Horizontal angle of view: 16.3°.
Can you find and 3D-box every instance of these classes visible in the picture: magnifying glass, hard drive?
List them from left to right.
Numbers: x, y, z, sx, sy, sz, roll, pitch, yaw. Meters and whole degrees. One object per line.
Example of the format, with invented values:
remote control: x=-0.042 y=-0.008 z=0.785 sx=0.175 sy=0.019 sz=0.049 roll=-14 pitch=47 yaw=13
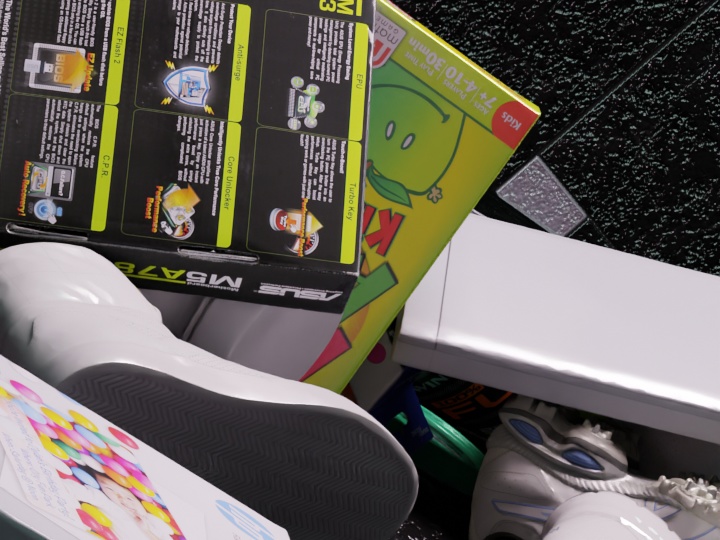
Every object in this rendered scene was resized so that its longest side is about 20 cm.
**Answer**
magnifying glass: x=0.007 y=0.080 z=1.363 sx=0.080 sy=0.022 sz=0.200 roll=42 pitch=8 yaw=38
hard drive: x=0.120 y=0.028 z=1.287 sx=0.200 sy=0.027 sz=0.132 roll=15 pitch=31 yaw=-2

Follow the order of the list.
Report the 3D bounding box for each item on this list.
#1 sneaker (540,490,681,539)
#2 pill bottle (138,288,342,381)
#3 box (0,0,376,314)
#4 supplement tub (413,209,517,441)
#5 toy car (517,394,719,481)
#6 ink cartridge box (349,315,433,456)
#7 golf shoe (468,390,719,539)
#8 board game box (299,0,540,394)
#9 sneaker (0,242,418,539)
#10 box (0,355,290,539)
sneaker: x=0.160 y=0.180 z=1.159 sx=0.200 sy=0.075 sz=0.087 roll=29 pitch=18 yaw=14
pill bottle: x=-0.105 y=-0.025 z=1.137 sx=0.200 sy=0.112 sz=0.112 roll=39 pitch=8 yaw=23
box: x=-0.091 y=-0.090 z=1.072 sx=0.193 sy=0.200 sz=0.048 roll=7 pitch=-25 yaw=-10
supplement tub: x=0.057 y=0.027 z=1.513 sx=0.200 sy=0.123 sz=0.123 roll=27 pitch=11 yaw=-47
toy car: x=0.176 y=0.086 z=1.391 sx=0.200 sy=0.150 sz=0.175 roll=40 pitch=-28 yaw=35
ink cartridge box: x=0.000 y=0.000 z=1.305 sx=0.200 sy=0.037 sz=0.095 roll=70 pitch=18 yaw=-2
golf shoe: x=0.144 y=0.140 z=1.245 sx=0.200 sy=0.097 sz=0.078 roll=27 pitch=6 yaw=27
board game box: x=-0.011 y=-0.025 z=1.218 sx=0.102 sy=0.200 sz=0.048 roll=35 pitch=7 yaw=-2
sneaker: x=-0.068 y=0.046 z=1.012 sx=0.200 sy=0.074 sz=0.116 roll=28 pitch=14 yaw=-42
box: x=-0.102 y=0.076 z=0.793 sx=0.200 sy=0.041 sz=0.156 roll=35 pitch=7 yaw=-17
